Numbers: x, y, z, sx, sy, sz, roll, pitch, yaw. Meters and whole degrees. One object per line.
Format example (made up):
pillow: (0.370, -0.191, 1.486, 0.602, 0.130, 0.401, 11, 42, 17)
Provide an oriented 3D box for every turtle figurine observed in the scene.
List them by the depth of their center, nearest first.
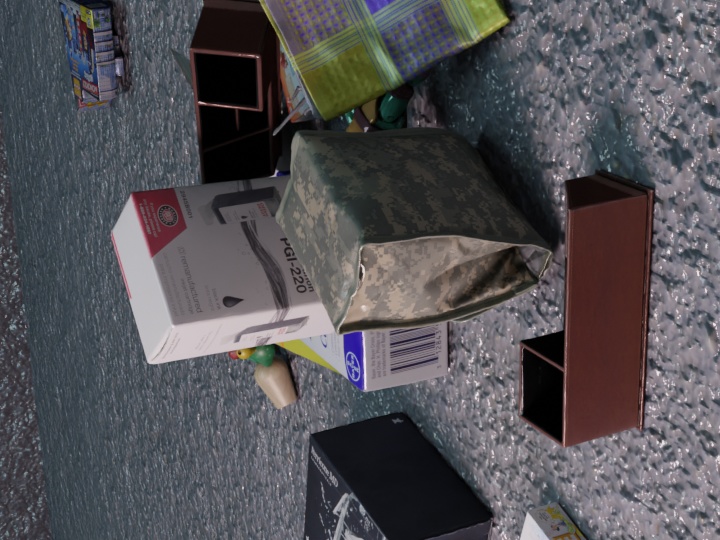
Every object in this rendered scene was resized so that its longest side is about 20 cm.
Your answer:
turtle figurine: (0.001, -0.144, 1.231, 0.201, 0.100, 0.150, -56, 40, 22)

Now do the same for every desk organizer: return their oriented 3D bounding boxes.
desk organizer: (0.174, 0.031, 1.025, 0.072, 0.077, 0.201, 32, 129, 57)
desk organizer: (-0.119, -0.161, 1.268, 0.201, 0.071, 0.077, 92, -174, -50)

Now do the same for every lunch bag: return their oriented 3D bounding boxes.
lunch bag: (0.049, -0.039, 1.123, 0.164, 0.199, 0.118, -121, 36, -43)

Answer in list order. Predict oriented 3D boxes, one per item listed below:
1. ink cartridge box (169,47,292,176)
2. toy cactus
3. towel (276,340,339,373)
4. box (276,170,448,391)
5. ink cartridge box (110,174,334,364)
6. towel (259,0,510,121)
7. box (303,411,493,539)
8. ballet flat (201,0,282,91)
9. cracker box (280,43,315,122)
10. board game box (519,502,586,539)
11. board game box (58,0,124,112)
ink cartridge box: (-0.137, -0.152, 1.494, 0.057, 0.199, 0.163, -47, 50, 19)
toy cactus: (-0.140, 0.106, 1.713, 0.166, 0.102, 0.200, 62, 158, -1)
towel: (-0.068, 0.064, 1.544, 0.199, 0.018, 0.087, 23, 128, 33)
box: (0.000, 0.000, 1.353, 0.200, 0.104, 0.185, 33, 129, 58)
ink cartridge box: (-0.117, -0.005, 1.240, 0.085, 0.199, 0.146, -49, 55, 52)
towel: (0.018, -0.232, 1.141, 0.144, 0.199, 0.023, 68, -165, 7)
box: (0.033, 0.294, 1.391, 0.200, 0.123, 0.198, 45, 137, 50)
ballet flat: (-0.143, -0.259, 1.456, 0.072, 0.071, 0.201, 8, 115, 64)
cracker box: (-0.031, -0.248, 1.369, 0.200, 0.057, 0.135, -24, 78, 64)
board game box: (0.182, 0.331, 1.189, 0.135, 0.034, 0.201, 52, 144, 45)
board game box: (-0.446, -0.358, 2.206, 0.200, 0.061, 0.201, 35, 132, 56)
